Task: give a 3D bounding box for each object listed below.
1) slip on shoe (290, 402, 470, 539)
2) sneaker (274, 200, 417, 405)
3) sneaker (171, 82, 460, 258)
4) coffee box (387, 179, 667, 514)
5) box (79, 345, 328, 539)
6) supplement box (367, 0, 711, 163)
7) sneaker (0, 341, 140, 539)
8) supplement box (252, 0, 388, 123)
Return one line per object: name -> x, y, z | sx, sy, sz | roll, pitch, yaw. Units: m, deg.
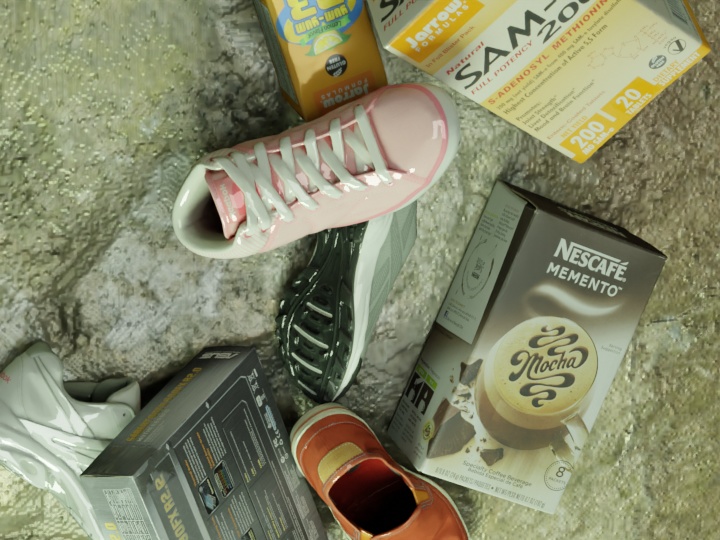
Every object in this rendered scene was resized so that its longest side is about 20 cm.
slip on shoe -> 0.019, 0.167, 1.781 | 0.074, 0.061, 0.200 | -37, 134, 3
sneaker -> 0.000, 0.000, 1.733 | 0.079, 0.074, 0.201 | -8, 120, -47
sneaker -> -0.035, -0.058, 1.630 | 0.199, 0.104, 0.076 | -22, 87, 32
coffee box -> 0.115, 0.053, 1.783 | 0.112, 0.080, 0.201 | 19, 100, -23
box -> -0.095, 0.176, 1.719 | 0.158, 0.048, 0.201 | -47, 124, -46
supplement box -> 0.115, -0.166, 1.668 | 0.199, 0.074, 0.126 | 26, 123, -38
sneaker -> -0.168, 0.125, 1.713 | 0.099, 0.078, 0.200 | -49, 117, -4
supplement box -> -0.041, -0.201, 1.655 | 0.066, 0.069, 0.201 | -22, 115, -8
